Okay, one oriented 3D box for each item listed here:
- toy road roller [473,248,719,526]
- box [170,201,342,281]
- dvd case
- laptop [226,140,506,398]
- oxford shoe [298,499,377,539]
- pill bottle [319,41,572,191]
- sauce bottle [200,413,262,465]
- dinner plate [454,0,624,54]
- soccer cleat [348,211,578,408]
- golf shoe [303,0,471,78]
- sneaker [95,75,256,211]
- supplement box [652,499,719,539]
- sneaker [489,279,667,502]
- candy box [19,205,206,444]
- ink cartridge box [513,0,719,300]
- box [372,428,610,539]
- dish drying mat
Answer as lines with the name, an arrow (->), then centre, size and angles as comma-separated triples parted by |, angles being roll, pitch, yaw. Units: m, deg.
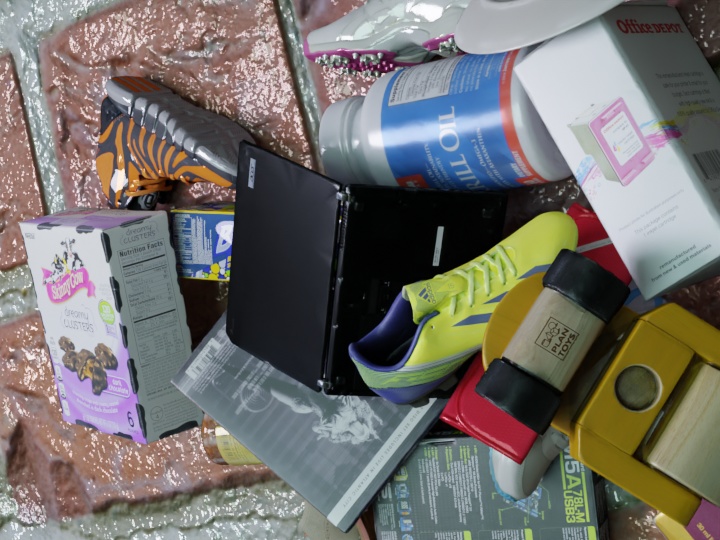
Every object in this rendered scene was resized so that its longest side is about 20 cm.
toy road roller -> 0.180, 0.078, 1.142 | 0.200, 0.146, 0.123 | 32, 88, 5
box -> -0.069, -0.024, 1.435 | 0.199, 0.070, 0.065 | 4, 101, 33
dvd case -> -0.040, 0.097, 1.357 | 0.200, 0.016, 0.149 | 39, 91, 16
laptop -> 0.000, 0.000, 1.303 | 0.199, 0.103, 0.178 | 2, 113, -9
oxford shoe -> -0.011, 0.228, 1.414 | 0.074, 0.071, 0.201 | -3, 109, 22
pill bottle -> 0.070, -0.113, 1.306 | 0.199, 0.112, 0.113 | -9, 92, 35
sauce bottle -> -0.043, 0.139, 1.441 | 0.199, 0.066, 0.066 | -4, 95, 26
dinner plate -> 0.153, -0.223, 1.191 | 0.200, 0.200, 0.024 | -16, 117, 34
soccer cleat -> 0.077, 0.023, 1.220 | 0.200, 0.084, 0.065 | -42, 34, 12
golf shoe -> 0.041, -0.211, 1.345 | 0.199, 0.075, 0.092 | -4, 79, 32
sneaker -> -0.170, -0.094, 1.499 | 0.200, 0.077, 0.112 | 34, 118, 37
supplement box -> 0.327, 0.143, 1.160 | 0.103, 0.131, 0.200 | 51, 119, 17
sneaker -> 0.165, 0.091, 1.262 | 0.081, 0.076, 0.200 | 25, 87, 25
candy box -> -0.230, 0.046, 1.505 | 0.168, 0.071, 0.201 | 5, 109, 53
ink cartridge box -> 0.219, -0.092, 1.189 | 0.085, 0.144, 0.200 | -34, 78, 33
box -> 0.109, 0.230, 1.344 | 0.192, 0.048, 0.201 | -6, 93, 18
dish drying mat -> 0.142, 0.045, 1.240 | 0.077, 0.018, 0.200 | 28, 79, 26
